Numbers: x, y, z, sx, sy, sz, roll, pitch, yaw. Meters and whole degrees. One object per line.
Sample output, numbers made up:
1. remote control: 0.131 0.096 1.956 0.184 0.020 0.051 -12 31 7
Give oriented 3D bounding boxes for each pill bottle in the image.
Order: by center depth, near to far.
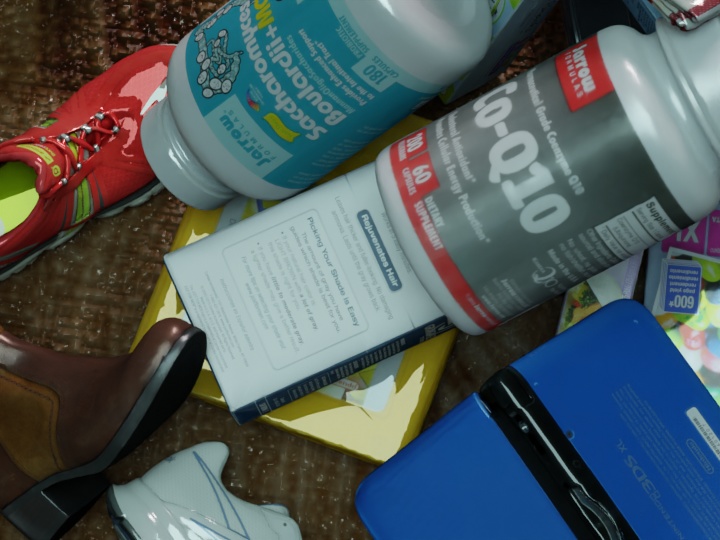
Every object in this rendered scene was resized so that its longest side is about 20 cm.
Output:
1. pill bottle: 0.119 -0.059 1.514 0.200 0.114 0.114 -29 79 14
2. pill bottle: -0.031 -0.111 1.588 0.200 0.111 0.111 -35 78 32

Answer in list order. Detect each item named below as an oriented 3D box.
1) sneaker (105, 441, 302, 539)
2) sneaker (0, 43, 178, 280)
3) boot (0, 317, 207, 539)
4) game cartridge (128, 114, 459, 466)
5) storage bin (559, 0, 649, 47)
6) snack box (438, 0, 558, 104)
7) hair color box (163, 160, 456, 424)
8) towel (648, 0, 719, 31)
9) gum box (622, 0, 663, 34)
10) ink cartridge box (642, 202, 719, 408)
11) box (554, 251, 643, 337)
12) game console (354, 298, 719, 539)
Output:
1. sneaker: -0.057 0.181 1.618 0.087 0.075 0.200 -37 83 -14
2. sneaker: -0.170 -0.059 1.656 0.200 0.085 0.077 -40 82 -3
3. boot: -0.198 0.033 1.614 0.200 0.188 0.068 46 43 5
4. game cartridge: -0.021 -0.004 1.666 0.176 0.032 0.201 19 83 6
5. storage bin: 0.217 -0.161 1.650 0.199 0.094 0.136 -9 80 1
6. snack box: 0.058 -0.201 1.612 0.053 0.200 0.142 -31 79 -28
7. hair color box: 0.000 0.000 1.620 0.199 0.061 0.100 -24 79 -2
8. towel: 0.161 -0.226 1.502 0.144 0.023 0.200 -32 69 -20
9. gum box: 0.228 -0.182 1.583 0.170 0.045 0.200 -33 80 -3
10. ink cartridge box: 0.217 0.060 1.639 0.119 0.042 0.201 5 82 4
11. box: 0.121 0.079 1.639 0.039 0.041 0.201 13 82 5
12. game console: 0.129 0.147 1.598 0.170 0.118 0.200 -29 80 -34
